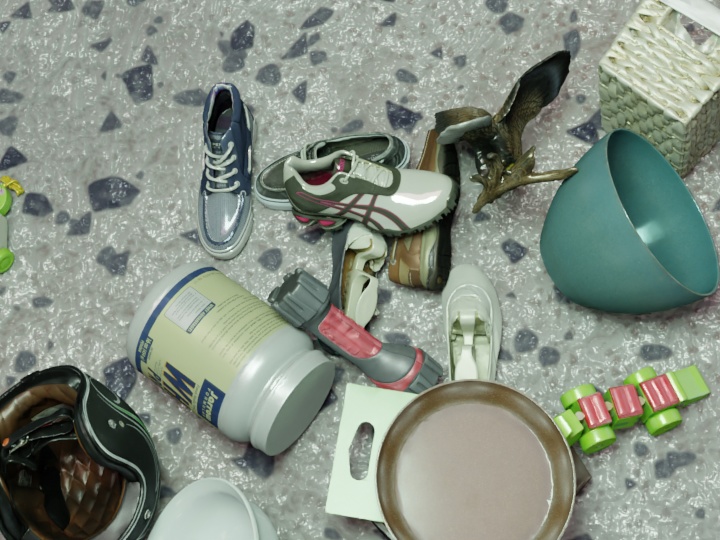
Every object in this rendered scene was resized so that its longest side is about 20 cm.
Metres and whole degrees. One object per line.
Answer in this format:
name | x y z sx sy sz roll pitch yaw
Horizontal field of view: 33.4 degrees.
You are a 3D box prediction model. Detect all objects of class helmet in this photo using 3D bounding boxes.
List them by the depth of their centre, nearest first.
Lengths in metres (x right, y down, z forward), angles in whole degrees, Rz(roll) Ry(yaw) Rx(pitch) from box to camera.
helmet | -0.307 0.220 1.283 0.199 0.191 0.200 -20 30 12

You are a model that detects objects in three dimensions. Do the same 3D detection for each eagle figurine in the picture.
eagle figurine | 0.158 -0.158 1.338 0.151 0.151 0.201 8 51 -1

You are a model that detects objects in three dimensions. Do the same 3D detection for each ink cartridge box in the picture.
ink cartridge box | 0.072 0.195 1.239 0.199 0.048 0.146 9 71 3

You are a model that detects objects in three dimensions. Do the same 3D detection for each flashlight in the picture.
flashlight | -0.002 0.072 1.295 0.200 0.068 0.068 39 92 -20

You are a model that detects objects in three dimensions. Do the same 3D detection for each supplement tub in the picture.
supplement tub | -0.142 0.097 1.323 0.199 0.145 0.145 33 78 19

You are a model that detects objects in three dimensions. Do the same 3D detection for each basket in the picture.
basket | 0.345 -0.205 1.327 0.135 0.200 0.124 40 85 20

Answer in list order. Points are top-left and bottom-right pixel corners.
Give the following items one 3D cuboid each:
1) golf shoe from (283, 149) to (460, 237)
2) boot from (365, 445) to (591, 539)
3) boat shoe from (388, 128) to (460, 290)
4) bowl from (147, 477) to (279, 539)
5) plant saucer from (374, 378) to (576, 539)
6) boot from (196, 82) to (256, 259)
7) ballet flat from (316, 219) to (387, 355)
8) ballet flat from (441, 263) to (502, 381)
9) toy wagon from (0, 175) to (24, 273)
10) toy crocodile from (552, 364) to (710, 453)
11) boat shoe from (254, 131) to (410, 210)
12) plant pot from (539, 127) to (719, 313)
golf shoe | 0.008 -0.089 1.327 0.199 0.088 0.078 -2 56 17
boot | 0.124 0.233 1.275 0.186 0.064 0.200 34 79 11
boat shoe | 0.069 -0.073 1.389 0.073 0.076 0.201 -1 63 21
bowl | -0.142 0.325 1.250 0.200 0.090 0.202 -25 52 37
plant saucer | 0.113 0.209 1.192 0.199 0.032 0.202 0 70 0
boot | -0.168 -0.120 1.435 0.072 0.090 0.201 -2 70 8
ballet flat | 0.000 0.000 1.373 0.073 0.073 0.201 8 75 12
ballet flat | 0.122 0.080 1.329 0.069 0.069 0.201 -2 70 9
toy wagon | -0.502 -0.043 1.490 0.155 0.040 0.200 35 79 19
toy crocodile | 0.281 0.143 1.268 0.199 0.062 0.068 -14 66 -15
boat shoe | -0.042 -0.129 1.417 0.199 0.071 0.073 -16 67 16
plant pot | 0.274 -0.033 1.295 0.134 0.199 0.201 -33 64 33
